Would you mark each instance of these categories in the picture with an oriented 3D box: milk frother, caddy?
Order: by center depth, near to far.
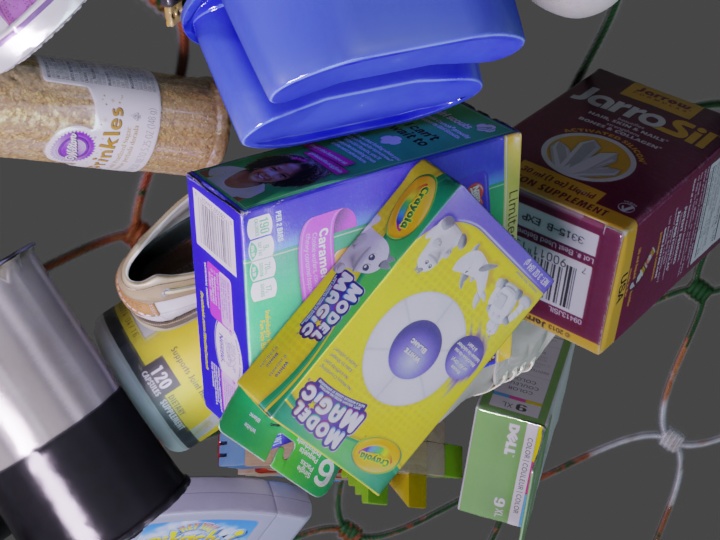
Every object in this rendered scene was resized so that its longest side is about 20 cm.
[{"bbox_3d":[-0.003,-0.149,0.889,0.199,0.105,0.141,-14,169,-23],"label":"caddy"},{"bbox_3d":[-0.240,0.117,0.948,0.180,0.200,0.189,-32,96,20],"label":"milk frother"}]

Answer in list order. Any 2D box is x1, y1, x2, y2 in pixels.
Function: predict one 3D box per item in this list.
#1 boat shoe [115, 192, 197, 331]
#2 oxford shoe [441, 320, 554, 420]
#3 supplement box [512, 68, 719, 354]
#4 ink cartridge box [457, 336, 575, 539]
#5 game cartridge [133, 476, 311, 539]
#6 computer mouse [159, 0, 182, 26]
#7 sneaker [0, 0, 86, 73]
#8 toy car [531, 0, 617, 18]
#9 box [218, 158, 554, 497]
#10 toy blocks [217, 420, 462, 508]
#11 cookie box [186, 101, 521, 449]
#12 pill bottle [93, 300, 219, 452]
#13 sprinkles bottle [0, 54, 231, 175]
[{"bbox_3d":[-0.067,-0.033,0.989,0.200,0.075,0.068,-37,166,-8],"label":"boat shoe"},{"bbox_3d":[0.094,0.059,1.097,0.200,0.075,0.058,-44,107,-39],"label":"oxford shoe"},{"bbox_3d":[0.169,-0.047,1.085,0.200,0.131,0.104,-36,141,-45],"label":"supplement box"},{"bbox_3d":[0.119,0.128,1.200,0.059,0.200,0.104,14,124,10],"label":"ink cartridge box"},{"bbox_3d":[-0.143,0.207,1.187,0.199,0.041,0.134,3,136,-31],"label":"game cartridge"},{"bbox_3d":[-0.055,-0.162,0.984,0.140,0.046,0.201,-19,130,-17],"label":"computer mouse"},{"bbox_3d":[-0.179,-0.213,0.859,0.114,0.073,0.201,38,92,-21],"label":"sneaker"},{"bbox_3d":[0.137,-0.238,0.966,0.199,0.150,0.176,3,120,-31],"label":"toy car"},{"bbox_3d":[0.015,0.046,0.918,0.200,0.048,0.117,-50,132,0],"label":"box"},{"bbox_3d":[-0.033,0.129,1.161,0.200,0.136,0.100,17,70,-52],"label":"toy blocks"},{"bbox_3d":[0.000,0.000,0.963,0.199,0.075,0.172,-19,124,-28],"label":"cookie box"},{"bbox_3d":[-0.076,0.029,1.068,0.200,0.112,0.112,-33,133,-4],"label":"pill bottle"},{"bbox_3d":[-0.181,-0.098,0.945,0.199,0.068,0.068,3,121,-32],"label":"sprinkles bottle"}]
